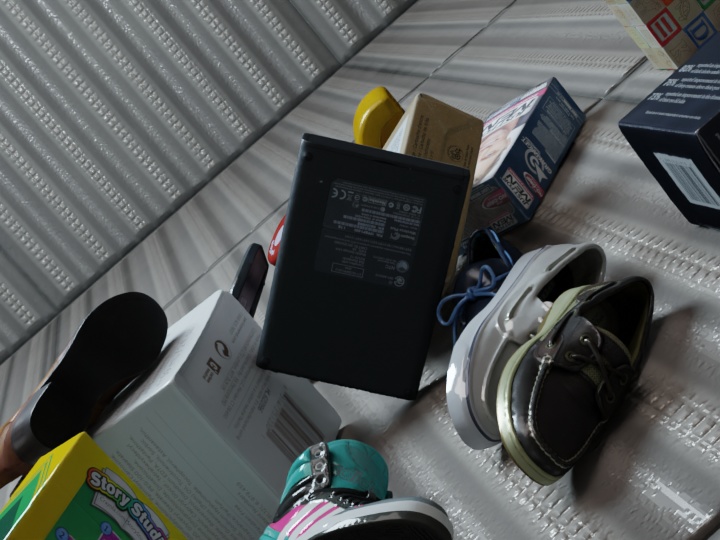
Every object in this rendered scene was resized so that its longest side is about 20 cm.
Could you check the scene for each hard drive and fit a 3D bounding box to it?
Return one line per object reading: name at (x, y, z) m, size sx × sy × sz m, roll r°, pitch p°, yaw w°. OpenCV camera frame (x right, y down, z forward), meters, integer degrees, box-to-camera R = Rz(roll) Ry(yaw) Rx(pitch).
hard drive at (0.000, 0.000, 1.193) m, size 0.033 × 0.139 × 0.201 m, roll -85°, pitch 7°, yaw -72°

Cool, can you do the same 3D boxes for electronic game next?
electronic game at (-0.146, 0.065, 1.605) m, size 0.200 × 0.041 × 0.201 m, roll -161°, pitch 90°, yaw -88°

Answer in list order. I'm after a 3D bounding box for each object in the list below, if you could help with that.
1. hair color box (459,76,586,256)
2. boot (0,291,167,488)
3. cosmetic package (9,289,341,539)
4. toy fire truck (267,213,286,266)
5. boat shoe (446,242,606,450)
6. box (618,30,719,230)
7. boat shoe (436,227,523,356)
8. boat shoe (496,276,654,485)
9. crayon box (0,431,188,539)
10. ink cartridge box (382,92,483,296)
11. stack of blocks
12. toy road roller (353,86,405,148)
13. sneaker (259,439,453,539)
hair color box at (0.150, -0.109, 1.485) m, size 0.100 × 0.061 × 0.200 m, roll -29°, pitch 19°, yaw 41°
boot at (-0.258, 0.118, 1.230) m, size 0.200 × 0.068 × 0.189 m, roll -36°, pitch 22°, yaw 48°
cosmetic package at (-0.153, 0.160, 1.244) m, size 0.200 × 0.166 × 0.168 m, roll -35°, pitch 15°, yaw 24°
toy fire truck at (-0.043, 0.032, 1.514) m, size 0.169 × 0.112 × 0.200 m, roll -67°, pitch 18°, yaw -7°
boat shoe at (0.128, 0.049, 1.057) m, size 0.066 × 0.072 × 0.200 m, roll -21°, pitch 21°, yaw 43°
box at (0.308, -0.126, 1.033) m, size 0.200 × 0.104 × 0.148 m, roll -41°, pitch 14°, yaw -2°
boat shoe at (0.099, 0.026, 1.188) m, size 0.084 × 0.069 × 0.200 m, roll -37°, pitch 14°, yaw 13°
boat shoe at (0.146, 0.060, 0.956) m, size 0.065 × 0.073 × 0.200 m, roll -36°, pitch 14°, yaw 37°
crayon box at (-0.173, 0.239, 0.985) m, size 0.058 × 0.200 × 0.173 m, roll -32°, pitch 16°, yaw 31°
ink cartridge box at (0.036, -0.034, 1.332) m, size 0.165 × 0.075 × 0.201 m, roll 127°, pitch 162°, yaw -49°
stack of blocks at (0.290, -0.315, 1.454) m, size 0.115 × 0.200 × 0.059 m, roll -42°, pitch 14°, yaw -4°
toy road roller at (0.025, -0.116, 1.658) m, size 0.200 × 0.146 × 0.123 m, roll -39°, pitch 14°, yaw 8°
sneaker at (0.001, 0.167, 1.007) m, size 0.200 × 0.084 × 0.121 m, roll -30°, pitch 27°, yaw 42°
